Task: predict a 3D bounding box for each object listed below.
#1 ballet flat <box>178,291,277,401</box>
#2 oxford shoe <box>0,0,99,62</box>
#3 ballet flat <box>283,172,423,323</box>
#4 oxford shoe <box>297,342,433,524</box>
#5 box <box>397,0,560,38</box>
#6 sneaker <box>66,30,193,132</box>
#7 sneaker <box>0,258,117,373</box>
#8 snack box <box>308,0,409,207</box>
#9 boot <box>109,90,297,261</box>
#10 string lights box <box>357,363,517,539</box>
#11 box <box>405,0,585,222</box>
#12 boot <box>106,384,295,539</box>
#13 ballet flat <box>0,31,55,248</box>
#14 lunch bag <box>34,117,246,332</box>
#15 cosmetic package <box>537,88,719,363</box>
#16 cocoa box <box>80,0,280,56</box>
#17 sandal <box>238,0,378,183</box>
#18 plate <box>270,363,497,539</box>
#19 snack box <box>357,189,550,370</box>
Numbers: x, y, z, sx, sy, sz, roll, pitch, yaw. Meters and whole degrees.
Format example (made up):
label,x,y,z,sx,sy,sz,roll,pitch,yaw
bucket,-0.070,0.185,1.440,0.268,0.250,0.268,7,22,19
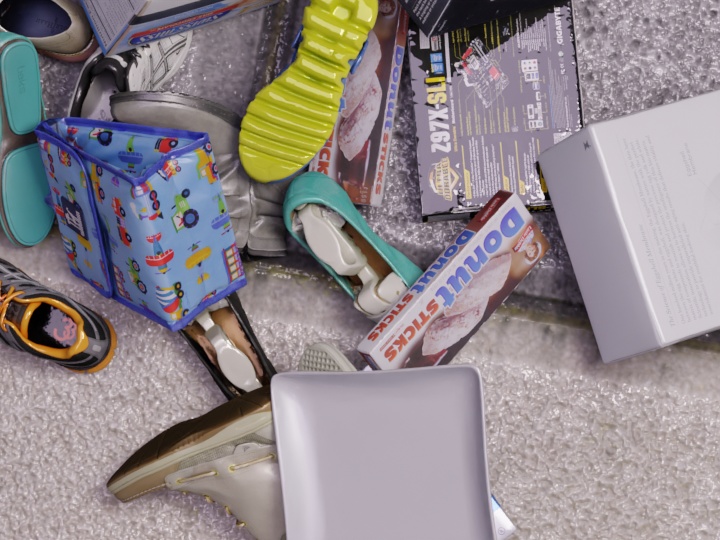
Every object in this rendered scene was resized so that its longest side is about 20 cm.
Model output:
label,x,y,z,sx,sy,sz,roll,pitch,yaw
ballet flat,-0.133,0.048,1.711,0.068,0.068,0.200,-37,85,-3
oxford shoe,-0.339,-0.246,1.734,0.198,0.074,0.071,11,84,9
ballet flat,0.000,0.000,1.693,0.200,0.070,0.067,47,122,-7
oxford shoe,0.015,0.148,1.651,0.200,0.058,0.075,52,129,12
box,0.093,-0.331,1.656,0.199,0.123,0.199,-20,65,-39
sneaker,-0.210,-0.192,1.726,0.075,0.088,0.201,21,84,4
sneaker,-0.319,0.034,1.710,0.199,0.077,0.079,19,86,3
snack box,-0.002,-0.162,1.731,0.071,0.024,0.202,9,91,27
boot,-0.141,-0.082,1.693,0.199,0.068,0.132,15,82,-28
string lights box,0.042,0.183,1.702,0.102,0.059,0.201,-36,85,-3
box,0.126,-0.152,1.740,0.158,0.049,0.202,-6,85,2
boot,-0.118,0.205,1.691,0.199,0.072,0.155,-25,106,23
ballet flat,-0.320,-0.123,1.725,0.067,0.070,0.202,-17,115,-35
lunch bag,-0.211,-0.053,1.661,0.094,0.199,0.151,-34,125,-35
cosmetic package,0.291,-0.045,1.664,0.199,0.123,0.201,-15,85,-22
cocoa box,-0.153,-0.297,1.679,0.199,0.131,0.134,-22,84,-29
sandal,-0.043,-0.167,1.682,0.079,0.087,0.201,31,90,1
plate,0.025,0.180,1.594,0.198,0.032,0.202,-4,93,25
snack box,0.085,0.023,1.672,0.200,0.024,0.072,-47,123,-15
